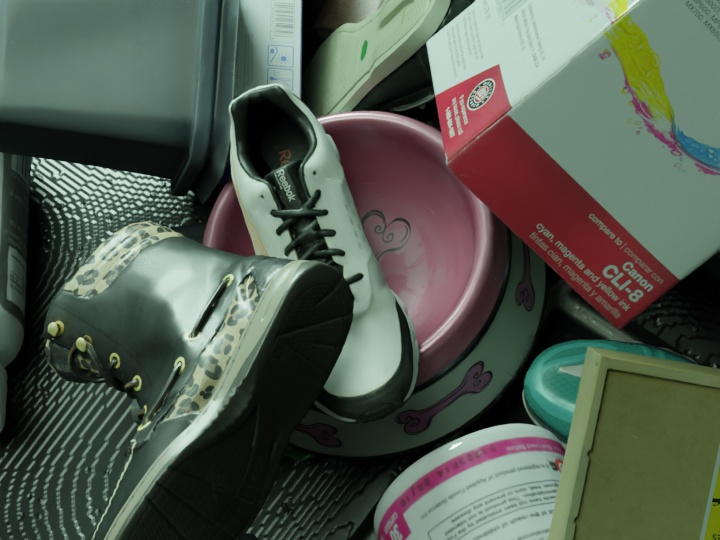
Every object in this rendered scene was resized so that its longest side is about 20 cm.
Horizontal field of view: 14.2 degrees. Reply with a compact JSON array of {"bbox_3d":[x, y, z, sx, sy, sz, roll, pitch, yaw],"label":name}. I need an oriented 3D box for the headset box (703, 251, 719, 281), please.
[{"bbox_3d":[0.284,-0.026,1.542,0.149,0.075,0.200,39,86,23],"label":"headset box"}]

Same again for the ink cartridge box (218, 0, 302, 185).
[{"bbox_3d":[-0.059,-0.157,1.722,0.044,0.094,0.200,4,59,-6],"label":"ink cartridge box"}]

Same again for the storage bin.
[{"bbox_3d":[-0.144,-0.122,1.665,0.134,0.200,0.146,4,85,-8],"label":"storage bin"}]

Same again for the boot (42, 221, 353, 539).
[{"bbox_3d":[-0.107,0.066,1.497,0.150,0.073,0.200,21,77,44],"label":"boot"}]

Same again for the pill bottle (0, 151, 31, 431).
[{"bbox_3d":[-0.257,-0.001,1.743,0.113,0.114,0.201,-9,64,19],"label":"pill bottle"}]

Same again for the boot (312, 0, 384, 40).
[{"bbox_3d":[0.004,-0.215,1.762,0.186,0.064,0.200,17,80,27],"label":"boot"}]

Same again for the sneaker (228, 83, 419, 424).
[{"bbox_3d":[-0.029,-0.010,1.536,0.074,0.080,0.200,-24,64,1],"label":"sneaker"}]

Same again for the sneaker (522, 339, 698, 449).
[{"bbox_3d":[0.175,0.077,1.549,0.200,0.080,0.078,18,75,28],"label":"sneaker"}]

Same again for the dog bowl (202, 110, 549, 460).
[{"bbox_3d":[0.000,0.000,1.609,0.200,0.074,0.201,-6,64,13],"label":"dog bowl"}]

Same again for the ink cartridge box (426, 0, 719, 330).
[{"bbox_3d":[0.157,-0.105,1.508,0.200,0.145,0.145,-40,24,19],"label":"ink cartridge box"}]

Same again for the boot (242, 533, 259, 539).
[{"bbox_3d":[-0.080,0.258,1.576,0.168,0.076,0.200,38,79,27],"label":"boot"}]

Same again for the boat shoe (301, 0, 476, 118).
[{"bbox_3d":[0.019,-0.110,1.668,0.200,0.067,0.072,-29,44,56],"label":"boat shoe"}]

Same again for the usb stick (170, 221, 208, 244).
[{"bbox_3d":[-0.026,-0.016,1.698,0.199,0.033,0.056,-9,46,18],"label":"usb stick"}]

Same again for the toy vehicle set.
[{"bbox_3d":[0.199,0.117,1.461,0.199,0.027,0.125,11,98,-11],"label":"toy vehicle set"}]

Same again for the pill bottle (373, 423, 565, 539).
[{"bbox_3d":[0.094,0.191,1.513,0.113,0.113,0.200,-31,59,8],"label":"pill bottle"}]

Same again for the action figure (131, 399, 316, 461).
[{"bbox_3d":[-0.030,0.064,1.658,0.199,0.055,0.118,-3,64,17],"label":"action figure"}]
